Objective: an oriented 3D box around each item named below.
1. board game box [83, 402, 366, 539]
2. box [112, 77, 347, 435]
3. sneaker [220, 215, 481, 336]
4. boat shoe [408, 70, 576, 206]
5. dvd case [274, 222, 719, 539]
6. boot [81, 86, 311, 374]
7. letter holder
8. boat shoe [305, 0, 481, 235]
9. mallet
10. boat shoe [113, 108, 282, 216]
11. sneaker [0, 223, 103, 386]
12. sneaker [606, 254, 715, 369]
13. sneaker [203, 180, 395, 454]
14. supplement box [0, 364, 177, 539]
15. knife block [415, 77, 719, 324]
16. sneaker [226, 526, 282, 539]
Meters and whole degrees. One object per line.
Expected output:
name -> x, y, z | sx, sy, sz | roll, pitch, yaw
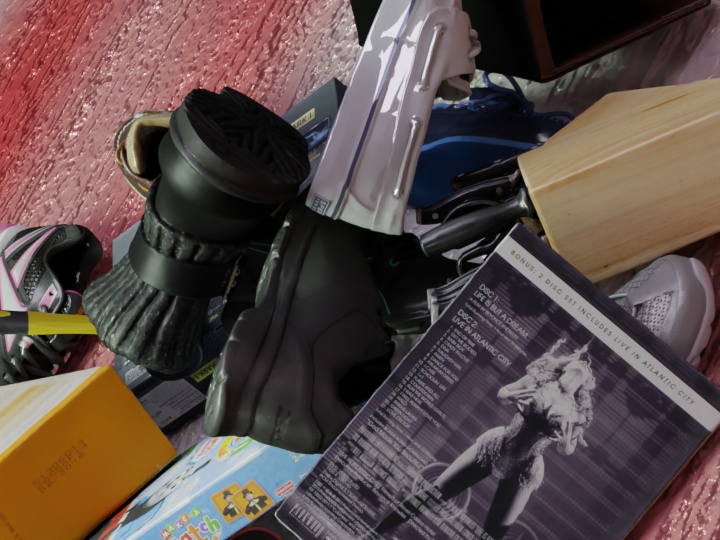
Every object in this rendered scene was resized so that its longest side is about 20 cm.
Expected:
board game box -> -0.087, 0.127, 1.705 | 0.200, 0.037, 0.151 | -34, 8, 18
box -> -0.070, -0.009, 1.869 | 0.200, 0.051, 0.158 | -35, 36, 22
sneaker -> 0.000, 0.000, 1.713 | 0.199, 0.075, 0.080 | -2, 90, 33
boat shoe -> 0.071, -0.083, 1.751 | 0.200, 0.084, 0.069 | 7, 59, 50
dvd case -> 0.074, 0.098, 1.533 | 0.200, 0.149, 0.016 | -50, -12, 0
boot -> -0.098, -0.016, 1.660 | 0.158, 0.079, 0.211 | -55, -3, 8
letter holder -> 0.097, -0.192, 1.762 | 0.142, 0.101, 0.200 | -24, 21, -26
boat shoe -> 0.033, -0.115, 1.637 | 0.074, 0.065, 0.201 | 116, 176, -83
mallet -> -0.193, 0.026, 1.788 | 0.066, 0.199, 0.041 | -95, 14, -54
boat shoe -> -0.116, -0.076, 1.879 | 0.072, 0.072, 0.200 | -51, 30, -3
sneaker -> -0.223, 0.042, 1.980 | 0.086, 0.080, 0.201 | -14, 51, 27
sneaker -> 0.101, 0.058, 1.568 | 0.200, 0.082, 0.075 | -41, 33, 12
sneaker -> -0.019, 0.029, 1.625 | 0.076, 0.090, 0.200 | 107, -177, -48
supplement box -> -0.211, 0.130, 1.807 | 0.126, 0.074, 0.200 | -42, 13, -24
knife block -> 0.127, -0.032, 1.584 | 0.199, 0.064, 0.175 | -4, 28, 47
sneaker -> -0.112, 0.232, 1.673 | 0.200, 0.074, 0.087 | -54, 22, -19
